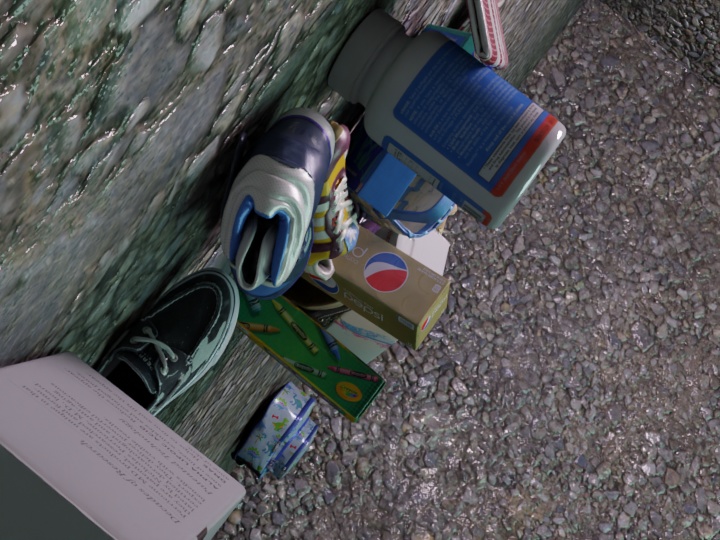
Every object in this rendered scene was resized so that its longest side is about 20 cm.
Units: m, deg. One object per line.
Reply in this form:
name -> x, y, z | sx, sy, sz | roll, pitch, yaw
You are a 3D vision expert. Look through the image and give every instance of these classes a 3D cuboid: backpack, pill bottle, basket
backpack -> -0.183, 0.375, 2.544 | 0.202, 0.146, 0.183 | -58, 177, 20
pill bottle -> 0.072, -0.138, 0.954 | 0.113, 0.199, 0.112 | -52, 176, -5
basket -> 0.075, -0.125, 1.297 | 0.198, 0.140, 0.177 | 5, -129, 53

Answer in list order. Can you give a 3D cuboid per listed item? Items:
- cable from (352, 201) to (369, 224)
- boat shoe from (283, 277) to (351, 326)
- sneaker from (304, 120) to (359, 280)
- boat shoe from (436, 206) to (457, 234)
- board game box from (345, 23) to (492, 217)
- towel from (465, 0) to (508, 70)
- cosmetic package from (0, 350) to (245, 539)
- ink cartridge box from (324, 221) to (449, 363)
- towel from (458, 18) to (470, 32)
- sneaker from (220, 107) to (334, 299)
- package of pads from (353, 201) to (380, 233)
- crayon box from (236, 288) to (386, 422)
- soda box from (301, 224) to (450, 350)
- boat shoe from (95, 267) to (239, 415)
cable -> -0.052, -0.024, 1.488 | 0.164, 0.050, 0.200 | -56, 176, 26
boat shoe -> -0.051, 0.035, 1.332 | 0.199, 0.066, 0.072 | -4, -134, 55
sneaker -> -0.031, -0.068, 1.104 | 0.075, 0.090, 0.201 | -50, 175, -34
boat shoe -> 0.111, -0.098, 1.626 | 0.073, 0.068, 0.203 | 13, -100, 66
board game box -> 0.052, -0.167, 1.168 | 0.201, 0.045, 0.152 | -54, -159, 4
towel -> 0.101, -0.250, 0.949 | 0.022, 0.147, 0.200 | -11, -174, 13
cosmetic package -> -0.197, 0.170, 0.661 | 0.166, 0.164, 0.200 | -55, 175, 6
ink cartridge box -> 0.014, 0.035, 1.407 | 0.199, 0.085, 0.149 | -37, -157, 37
towel -> 0.139, -0.310, 1.443 | 0.201, 0.023, 0.144 | -54, 178, 24
sneaker -> -0.083, -0.019, 0.859 | 0.147, 0.079, 0.202 | -67, -179, -49
package of pads -> 0.046, -0.100, 1.583 | 0.201, 0.075, 0.121 | -56, -159, 21
crayon box -> -0.065, 0.092, 1.253 | 0.059, 0.199, 0.119 | -51, 176, -8
soda box -> 0.000, 0.000, 1.213 | 0.068, 0.198, 0.064 | -50, 162, -23
boat shoe -> -0.173, 0.076, 0.879 | 0.200, 0.072, 0.068 | -46, 176, -10
